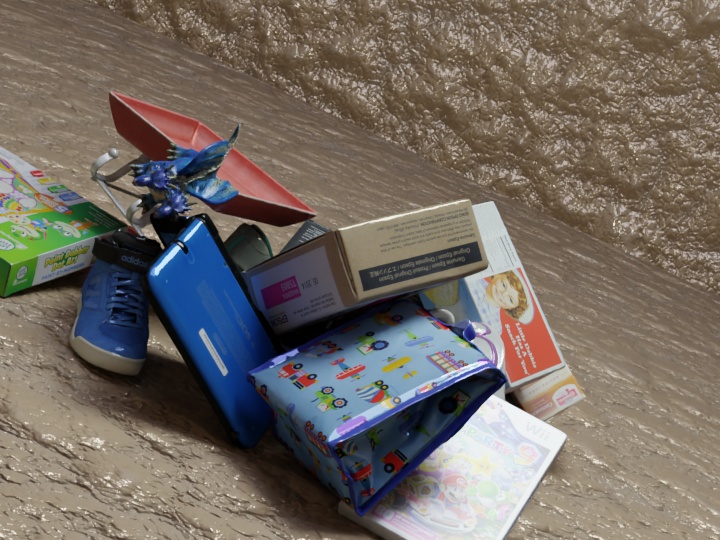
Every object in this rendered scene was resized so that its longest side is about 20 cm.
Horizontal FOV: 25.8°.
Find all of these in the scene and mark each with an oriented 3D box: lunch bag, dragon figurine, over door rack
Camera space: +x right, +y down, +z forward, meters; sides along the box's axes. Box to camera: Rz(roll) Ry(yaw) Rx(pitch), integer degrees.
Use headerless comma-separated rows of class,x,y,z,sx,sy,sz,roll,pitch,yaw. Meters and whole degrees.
lunch bag,0.023,0.101,1.434,0.150,0.199,0.095,35,-27,49
dragon figurine,-0.157,-0.094,1.534,0.099,0.059,0.199,1,18,41
over door rack,-0.213,-0.049,1.737,0.148,0.066,0.200,51,-3,17

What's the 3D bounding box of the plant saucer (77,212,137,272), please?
plant saucer,-0.357,-0.059,1.845,0.199,0.037,0.199,29,14,24

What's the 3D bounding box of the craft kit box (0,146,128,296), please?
craft kit box,-0.385,-0.057,1.684,0.199,0.049,0.197,30,28,19

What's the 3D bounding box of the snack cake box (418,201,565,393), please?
snack cake box,0.130,0.034,1.693,0.115,0.067,0.202,-13,78,-52

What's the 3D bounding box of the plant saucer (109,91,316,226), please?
plant saucer,-0.167,-0.113,1.729,0.199,0.037,0.200,38,10,22

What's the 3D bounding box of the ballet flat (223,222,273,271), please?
ballet flat,-0.119,0.022,1.809,0.067,0.064,0.201,39,-18,34

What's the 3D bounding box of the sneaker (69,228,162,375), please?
sneaker,-0.237,0.022,1.562,0.076,0.112,0.200,20,14,-15

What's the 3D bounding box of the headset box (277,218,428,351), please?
headset box,-0.031,0.061,1.679,0.173,0.093,0.200,25,37,8

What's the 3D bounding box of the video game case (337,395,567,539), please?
video game case,0.088,0.186,1.452,0.142,0.018,0.200,27,46,15

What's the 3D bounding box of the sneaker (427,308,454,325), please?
sneaker,0.023,0.114,1.521,0.076,0.201,0.080,42,-34,-17

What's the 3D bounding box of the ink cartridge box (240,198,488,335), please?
ink cartridge box,0.000,0.000,1.530,0.164,0.076,0.199,-15,-3,-33

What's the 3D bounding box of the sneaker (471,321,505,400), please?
sneaker,0.109,0.147,1.579,0.074,0.100,0.201,-1,54,8

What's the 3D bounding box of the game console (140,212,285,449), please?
game console,-0.156,0.055,1.510,0.118,0.201,0.171,-16,23,34

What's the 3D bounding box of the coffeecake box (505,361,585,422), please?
coffeecake box,0.174,0.082,1.826,0.201,0.073,0.154,60,-3,7
